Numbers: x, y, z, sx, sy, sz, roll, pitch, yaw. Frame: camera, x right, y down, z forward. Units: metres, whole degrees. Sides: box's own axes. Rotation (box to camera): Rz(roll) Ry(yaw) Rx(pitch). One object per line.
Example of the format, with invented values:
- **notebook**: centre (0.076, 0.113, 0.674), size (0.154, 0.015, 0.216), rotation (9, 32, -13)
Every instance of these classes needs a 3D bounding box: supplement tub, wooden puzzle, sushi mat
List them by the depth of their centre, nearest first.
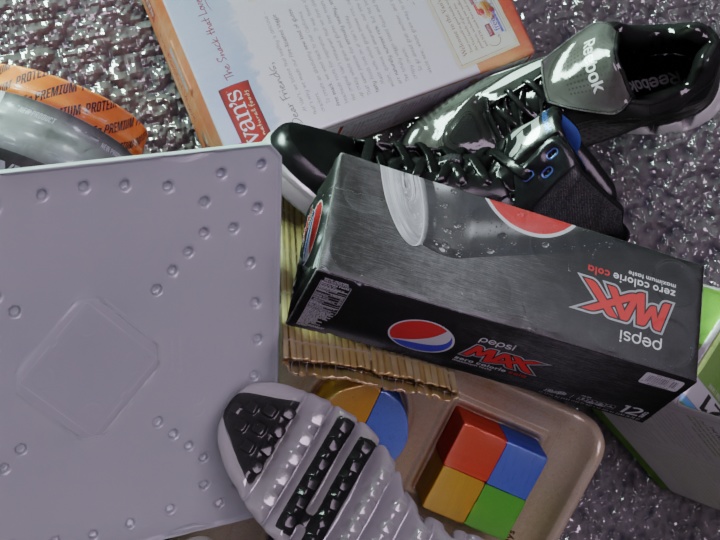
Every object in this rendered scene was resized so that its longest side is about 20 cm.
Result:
- **supplement tub**: centre (-0.190, 0.003, 0.775), size (0.122, 0.122, 0.202), rotation (20, 78, -11)
- **sushi mat**: centre (0.000, 0.000, 0.810), size (0.095, 0.201, 0.012), rotation (12, 122, -12)
- **wooden puzzle**: centre (0.013, 0.132, 0.817), size (0.199, 0.046, 0.186), rotation (24, 103, -9)

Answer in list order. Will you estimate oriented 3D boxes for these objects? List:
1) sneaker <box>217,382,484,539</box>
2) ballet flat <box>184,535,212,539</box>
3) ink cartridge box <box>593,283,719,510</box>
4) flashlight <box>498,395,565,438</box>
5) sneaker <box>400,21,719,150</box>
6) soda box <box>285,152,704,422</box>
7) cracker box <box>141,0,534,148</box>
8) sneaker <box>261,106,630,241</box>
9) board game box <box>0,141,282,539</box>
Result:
- **sneaker**: centre (0.003, 0.134, 0.753), size (0.200, 0.081, 0.075), rotation (42, 72, -10)
- **ballet flat**: centre (-0.069, 0.171, 0.756), size (0.199, 0.072, 0.072), rotation (22, 77, -30)
- **ink cartridge box**: centre (0.225, 0.083, 0.813), size (0.148, 0.199, 0.076), rotation (46, 72, -35)
- **flashlight**: centre (0.100, 0.002, 0.885), size (0.067, 0.068, 0.202), rotation (10, 76, -1)
- **sneaker**: centre (0.116, -0.099, 0.828), size (0.198, 0.091, 0.067), rotation (-16, 75, -2)
- **soda box**: centre (0.068, 0.011, 0.736), size (0.198, 0.063, 0.071), rotation (16, 62, -11)
- **cracker box**: centre (-0.016, -0.147, 0.867), size (0.198, 0.058, 0.135), rotation (-21, 81, -17)
- **sneaker**: centre (0.053, -0.055, 0.789), size (0.199, 0.073, 0.112), rotation (27, 119, -15)
- **board game box**: centre (-0.133, 0.043, 0.704), size (0.198, 0.026, 0.202), rotation (-9, 113, -27)
